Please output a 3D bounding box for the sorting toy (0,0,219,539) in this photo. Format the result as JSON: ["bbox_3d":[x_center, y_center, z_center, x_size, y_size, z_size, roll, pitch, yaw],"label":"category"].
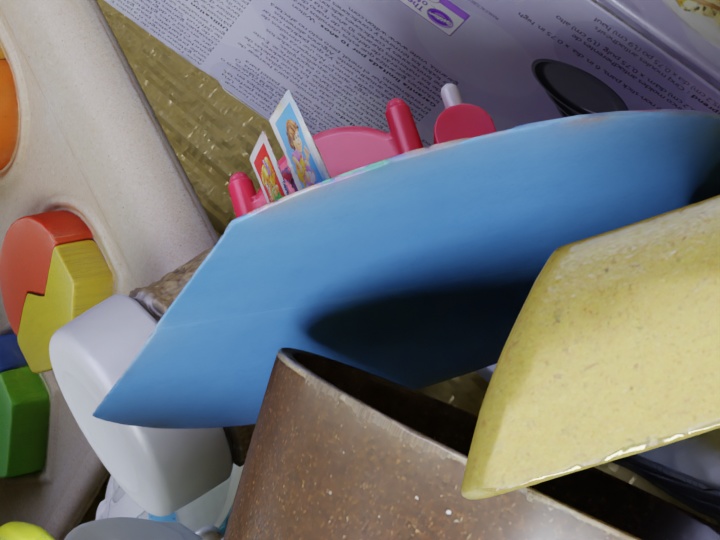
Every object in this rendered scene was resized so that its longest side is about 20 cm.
[{"bbox_3d":[-0.133,-0.006,1.088,0.200,0.036,0.185,-53,56,43],"label":"sorting toy"}]

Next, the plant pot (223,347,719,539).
[{"bbox_3d":[0.023,0.148,0.775,0.187,0.187,0.200,27,93,57],"label":"plant pot"}]

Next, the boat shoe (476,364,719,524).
[{"bbox_3d":[0.097,0.028,0.876,0.071,0.072,0.200,-58,31,-2],"label":"boat shoe"}]

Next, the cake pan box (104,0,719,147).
[{"bbox_3d":[0.010,-0.086,0.844,0.052,0.200,0.184,-58,5,-24],"label":"cake pan box"}]

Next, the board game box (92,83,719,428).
[{"bbox_3d":[0.014,-0.014,0.798,0.200,0.158,0.039,131,126,-60],"label":"board game box"}]

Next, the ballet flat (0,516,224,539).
[{"bbox_3d":[-0.056,0.101,0.824,0.067,0.200,0.067,34,94,25],"label":"ballet flat"}]

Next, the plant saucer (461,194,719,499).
[{"bbox_3d":[0.132,-0.009,0.701,0.200,0.049,0.200,-19,-1,18],"label":"plant saucer"}]

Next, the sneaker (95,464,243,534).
[{"bbox_3d":[-0.056,0.105,0.996,0.081,0.077,0.200,-11,42,52],"label":"sneaker"}]

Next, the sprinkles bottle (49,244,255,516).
[{"bbox_3d":[0.000,0.000,0.957,0.200,0.068,0.068,-32,29,-17],"label":"sprinkles bottle"}]
